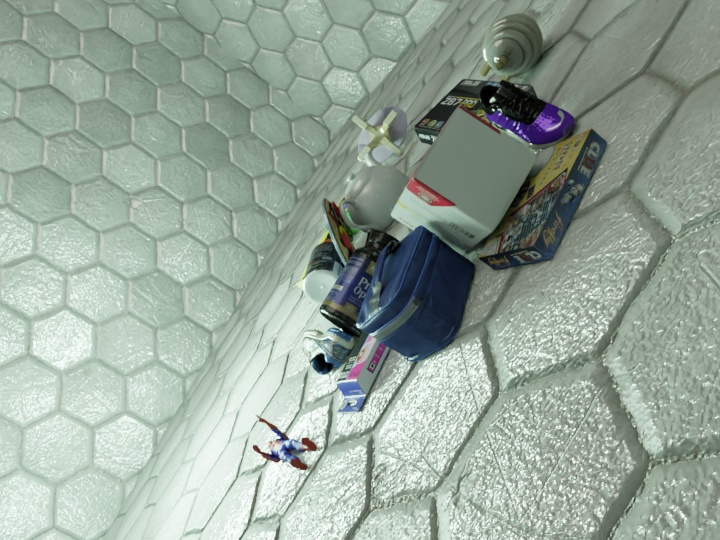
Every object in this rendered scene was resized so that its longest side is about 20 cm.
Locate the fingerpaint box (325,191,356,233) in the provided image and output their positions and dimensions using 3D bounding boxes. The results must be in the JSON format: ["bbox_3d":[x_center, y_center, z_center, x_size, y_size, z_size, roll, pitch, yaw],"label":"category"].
[{"bbox_3d":[-0.006,-0.196,1.908,0.167,0.073,0.200,-61,16,-20],"label":"fingerpaint box"}]

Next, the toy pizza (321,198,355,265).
[{"bbox_3d":[-0.043,-0.089,1.608,0.032,0.201,0.200,-22,22,7],"label":"toy pizza"}]

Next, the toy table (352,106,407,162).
[{"bbox_3d":[0.061,-0.425,2.028,0.201,0.183,0.117,-64,-4,14],"label":"toy table"}]

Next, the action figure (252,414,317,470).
[{"bbox_3d":[-0.161,0.326,1.228,0.065,0.099,0.200,-60,13,-22],"label":"action figure"}]

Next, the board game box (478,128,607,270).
[{"bbox_3d":[0.260,-0.098,0.931,0.200,0.035,0.135,-60,15,-16],"label":"board game box"}]

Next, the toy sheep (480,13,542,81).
[{"bbox_3d":[0.320,-0.472,1.377,0.138,0.138,0.200,-40,17,45],"label":"toy sheep"}]

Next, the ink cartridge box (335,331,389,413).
[{"bbox_3d":[0.010,0.161,1.165,0.095,0.037,0.201,-26,34,62],"label":"ink cartridge box"}]

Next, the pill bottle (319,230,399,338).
[{"bbox_3d":[0.012,0.026,1.292,0.200,0.112,0.112,-59,15,-12],"label":"pill bottle"}]

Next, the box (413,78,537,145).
[{"bbox_3d":[0.224,-0.304,1.275,0.161,0.049,0.200,-44,36,-13],"label":"box"}]

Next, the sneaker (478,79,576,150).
[{"bbox_3d":[0.264,-0.267,1.079,0.070,0.099,0.200,-50,36,-2],"label":"sneaker"}]

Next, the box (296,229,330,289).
[{"bbox_3d":[-0.104,-0.023,1.844,0.050,0.075,0.201,-34,27,54],"label":"box"}]

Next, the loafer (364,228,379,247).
[{"bbox_3d":[0.000,0.000,1.404,0.200,0.063,0.072,-59,16,-18],"label":"loafer"}]

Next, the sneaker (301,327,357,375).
[{"bbox_3d":[-0.084,0.173,1.354,0.200,0.077,0.085,-26,37,63],"label":"sneaker"}]

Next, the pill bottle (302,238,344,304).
[{"bbox_3d":[-0.085,-0.007,1.681,0.106,0.106,0.200,-48,17,27],"label":"pill bottle"}]

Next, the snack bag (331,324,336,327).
[{"bbox_3d":[-0.009,0.060,1.463,0.188,0.021,0.200,-36,24,51],"label":"snack bag"}]

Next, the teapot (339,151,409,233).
[{"bbox_3d":[0.026,-0.196,1.668,0.198,0.146,0.200,-55,15,3],"label":"teapot"}]

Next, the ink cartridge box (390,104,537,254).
[{"bbox_3d":[0.156,-0.132,1.033,0.145,0.145,0.200,-58,1,-13],"label":"ink cartridge box"}]

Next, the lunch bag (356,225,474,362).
[{"bbox_3d":[0.083,0.025,1.029,0.136,0.132,0.200,-40,22,45],"label":"lunch bag"}]
